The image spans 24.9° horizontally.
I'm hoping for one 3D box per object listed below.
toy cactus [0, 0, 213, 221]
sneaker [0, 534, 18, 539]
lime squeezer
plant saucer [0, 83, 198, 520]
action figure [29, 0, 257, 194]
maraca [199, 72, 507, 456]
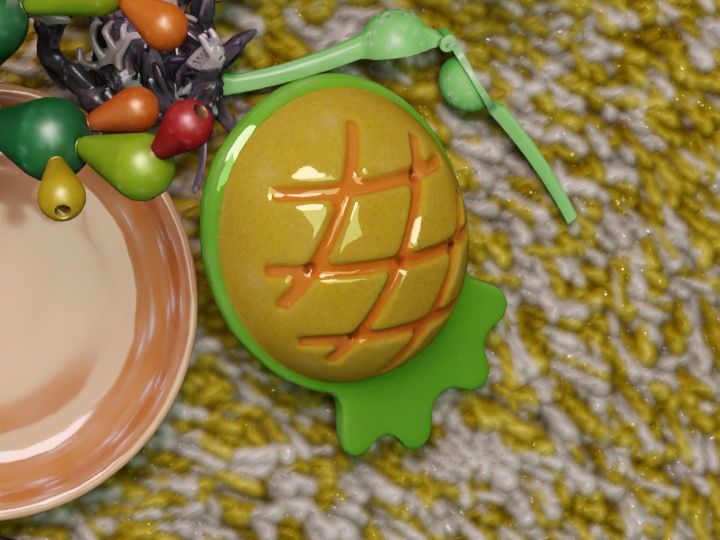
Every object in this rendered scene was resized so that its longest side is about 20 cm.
[{"bbox_3d":[-0.160,-0.080,0.660,0.199,0.165,0.102,36,44,-1],"label":"toy cactus"},{"bbox_3d":[-0.181,0.165,0.747,0.198,0.078,0.090,19,86,-15],"label":"sneaker"},{"bbox_3d":[0.033,-0.087,0.809,0.198,0.038,0.071,19,88,-16],"label":"lime squeezer"},{"bbox_3d":[-0.176,0.015,0.761,0.198,0.037,0.202,-1,92,-14],"label":"plant saucer"},{"bbox_3d":[-0.108,-0.134,0.730,0.119,0.102,0.201,-40,96,-30],"label":"action figure"},{"bbox_3d":[0.000,0.000,0.774,0.137,0.107,0.201,-41,122,-13],"label":"maraca"}]
